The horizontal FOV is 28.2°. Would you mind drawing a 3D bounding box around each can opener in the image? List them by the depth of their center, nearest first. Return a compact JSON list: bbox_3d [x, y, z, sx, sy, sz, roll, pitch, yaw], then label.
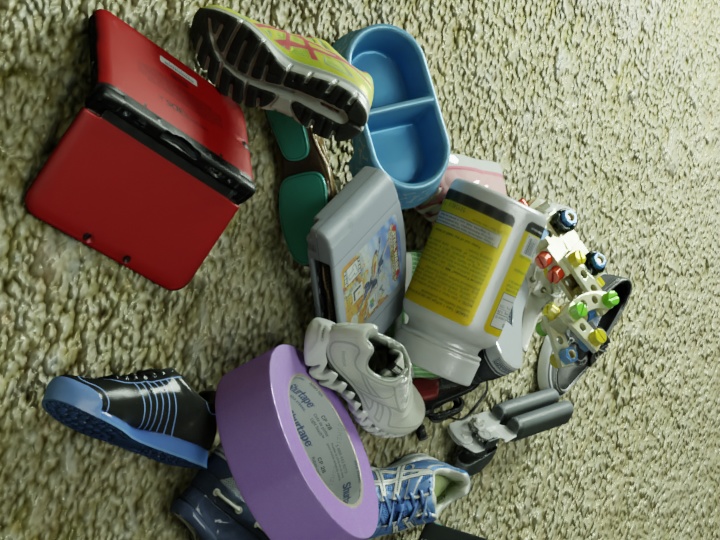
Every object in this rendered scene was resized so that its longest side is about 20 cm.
[{"bbox_3d":[0.176,0.189,1.720,0.198,0.053,0.067,-16,136,-41],"label":"can opener"}]

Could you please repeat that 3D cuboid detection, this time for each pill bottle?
[{"bbox_3d":[0.113,0.013,1.543,0.114,0.114,0.202,22,92,-44],"label":"pill bottle"}]

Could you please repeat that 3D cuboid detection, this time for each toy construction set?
[{"bbox_3d":[0.226,0.000,1.661,0.131,0.092,0.202,-39,109,-39],"label":"toy construction set"}]

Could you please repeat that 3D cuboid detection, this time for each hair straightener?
[{"bbox_3d":[0.077,0.150,1.616,0.199,0.041,0.078,-15,134,-45],"label":"hair straightener"}]

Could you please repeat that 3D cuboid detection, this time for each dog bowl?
[{"bbox_3d":[0.033,-0.168,1.519,0.110,0.050,0.203,-14,85,-20],"label":"dog bowl"}]

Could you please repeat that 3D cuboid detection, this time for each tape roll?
[{"bbox_3d":[-0.059,0.176,1.375,0.201,0.065,0.201,55,17,-26],"label":"tape roll"}]

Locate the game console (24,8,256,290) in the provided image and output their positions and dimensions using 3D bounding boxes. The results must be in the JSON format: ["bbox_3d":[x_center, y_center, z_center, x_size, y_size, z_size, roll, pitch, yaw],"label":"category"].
[{"bbox_3d":[-0.205,-0.110,1.333,0.199,0.118,0.174,33,35,-42],"label":"game console"}]

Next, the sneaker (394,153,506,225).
[{"bbox_3d":[0.105,-0.071,1.618,0.199,0.075,0.106,1,75,-51],"label":"sneaker"}]

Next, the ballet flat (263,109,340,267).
[{"bbox_3d":[-0.054,-0.108,1.474,0.072,0.067,0.203,-24,102,-60],"label":"ballet flat"}]

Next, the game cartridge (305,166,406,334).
[{"bbox_3d":[0.000,0.000,1.488,0.133,0.041,0.202,-43,142,-35],"label":"game cartridge"}]

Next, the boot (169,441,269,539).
[{"bbox_3d":[-0.106,0.261,1.405,0.090,0.072,0.201,-47,121,-20],"label":"boot"}]

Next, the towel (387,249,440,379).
[{"bbox_3d":[0.101,0.053,1.658,0.199,0.023,0.155,1,88,-47],"label":"towel"}]

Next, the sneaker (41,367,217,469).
[{"bbox_3d":[-0.204,0.118,1.297,0.199,0.069,0.079,34,61,-48],"label":"sneaker"}]

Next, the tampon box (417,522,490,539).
[{"bbox_3d":[0.148,0.383,1.546,0.127,0.198,0.151,-60,147,-29],"label":"tampon box"}]

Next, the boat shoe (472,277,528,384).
[{"bbox_3d":[0.149,0.049,1.651,0.072,0.067,0.202,41,36,-30],"label":"boat shoe"}]

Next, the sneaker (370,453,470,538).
[{"bbox_3d":[0.038,0.243,1.545,0.199,0.076,0.077,-20,105,-44],"label":"sneaker"}]

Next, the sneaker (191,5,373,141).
[{"bbox_3d":[-0.073,-0.200,1.397,0.199,0.079,0.091,32,37,1],"label":"sneaker"}]

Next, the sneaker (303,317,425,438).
[{"bbox_3d":[0.022,0.112,1.453,0.200,0.080,0.076,44,44,-47],"label":"sneaker"}]

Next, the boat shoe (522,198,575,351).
[{"bbox_3d":[0.219,0.008,1.743,0.071,0.068,0.203,48,53,-63],"label":"boat shoe"}]

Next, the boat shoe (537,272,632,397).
[{"bbox_3d":[0.293,0.082,1.833,0.201,0.066,0.070,-53,124,-32],"label":"boat shoe"}]
